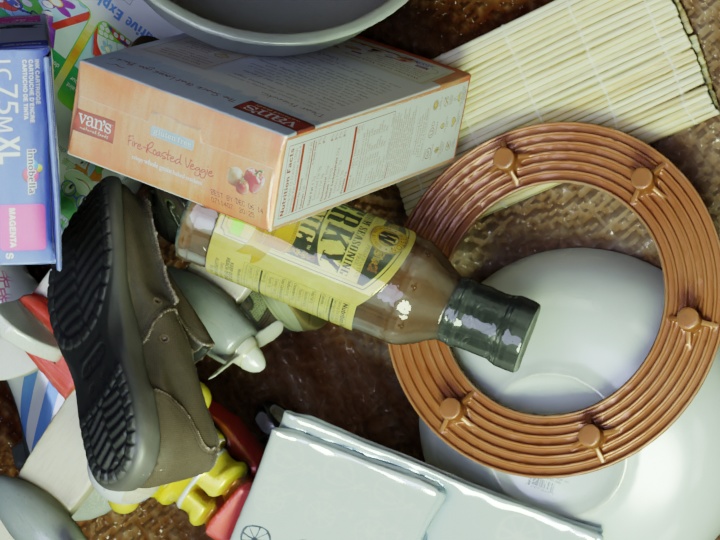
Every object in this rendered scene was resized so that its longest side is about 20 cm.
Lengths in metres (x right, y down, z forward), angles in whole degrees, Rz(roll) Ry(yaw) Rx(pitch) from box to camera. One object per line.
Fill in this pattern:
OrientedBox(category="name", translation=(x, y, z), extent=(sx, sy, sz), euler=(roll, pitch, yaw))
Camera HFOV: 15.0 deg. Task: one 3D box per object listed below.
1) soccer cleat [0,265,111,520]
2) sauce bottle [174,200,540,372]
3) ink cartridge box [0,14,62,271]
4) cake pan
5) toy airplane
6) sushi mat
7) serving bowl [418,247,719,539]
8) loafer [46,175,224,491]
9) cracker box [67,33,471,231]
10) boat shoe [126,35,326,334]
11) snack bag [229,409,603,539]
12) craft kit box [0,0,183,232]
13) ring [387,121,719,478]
OrientedBox(category="soccer cleat", translation=(-0.184, 0.053, 1.667), extent=(0.086, 0.070, 0.201), euler=(-18, 98, 11))
OrientedBox(category="sauce bottle", translation=(0.000, 0.000, 1.491), extent=(0.199, 0.065, 0.065), euler=(21, 108, 6))
OrientedBox(category="ink cartridge box", translation=(-0.188, -0.073, 1.523), extent=(0.042, 0.200, 0.120), euler=(-3, 101, -9))
OrientedBox(category="cake pan", translation=(-0.050, -0.200, 1.505), extent=(0.200, 0.200, 0.037), euler=(36, 153, 11))
OrientedBox(category="toy airplane", translation=(-0.135, 0.083, 1.569), extent=(0.198, 0.141, 0.201), euler=(-5, 109, 7))
OrientedBox(category="sushi mat", translation=(0.100, -0.095, 1.544), extent=(0.199, 0.012, 0.096), euler=(-24, 91, 25))
OrientedBox(category="serving bowl", translation=(0.119, 0.092, 1.547), extent=(0.199, 0.066, 0.201), euler=(5, 104, 21))
OrientedBox(category="loafer", translation=(-0.120, 0.039, 1.491), extent=(0.073, 0.071, 0.201), euler=(-44, 44, 39))
OrientedBox(category="cracker box", translation=(-0.047, -0.086, 1.490), extent=(0.133, 0.200, 0.058), euler=(22, 112, 26))
OrientedBox(category="boat shoe", translation=(-0.092, -0.040, 1.585), extent=(0.066, 0.072, 0.201), euler=(-23, 112, 31))
OrientedBox(category="snack bag", translation=(0.018, 0.188, 1.557), extent=(0.199, 0.021, 0.189), euler=(21, 121, -2))
OrientedBox(category="craft kit box", translation=(-0.193, -0.138, 1.638), extent=(0.200, 0.048, 0.198), euler=(39, 110, 10))
OrientedBox(category="ring", translation=(0.104, 0.014, 1.508), extent=(0.199, 0.019, 0.202), euler=(-5, 77, 21))
